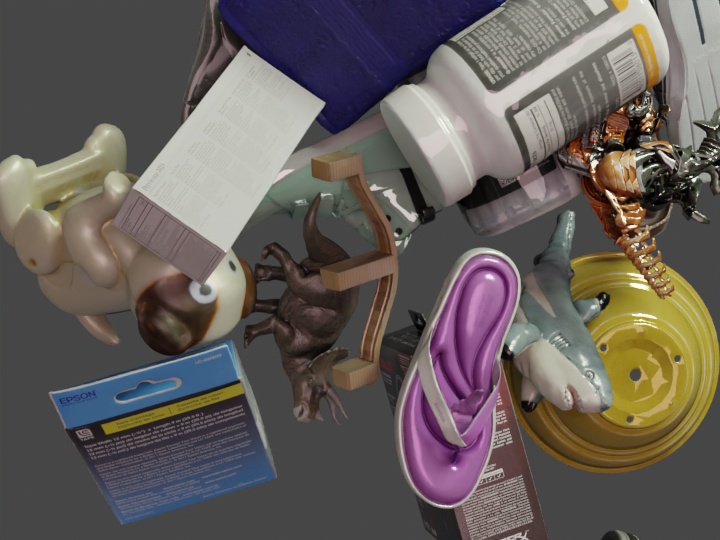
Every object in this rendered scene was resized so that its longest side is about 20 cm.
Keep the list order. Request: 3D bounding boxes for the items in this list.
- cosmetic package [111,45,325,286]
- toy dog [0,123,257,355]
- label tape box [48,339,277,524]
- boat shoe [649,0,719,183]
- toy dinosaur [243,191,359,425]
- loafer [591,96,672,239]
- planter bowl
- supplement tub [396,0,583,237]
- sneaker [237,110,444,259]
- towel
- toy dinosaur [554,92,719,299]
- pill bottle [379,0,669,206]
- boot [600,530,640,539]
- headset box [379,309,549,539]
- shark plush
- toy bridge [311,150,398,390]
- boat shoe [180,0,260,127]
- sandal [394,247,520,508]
[{"bbox_3d":[-0.104,-0.084,1.030,0.082,0.200,0.051,36,134,-7],"label":"cosmetic package"},{"bbox_3d":[-0.181,-0.005,1.076,0.199,0.139,0.195,22,115,34],"label":"toy dog"},{"bbox_3d":[-0.158,0.117,1.101,0.142,0.066,0.201,-16,139,-3],"label":"label tape box"},{"bbox_3d":[0.282,-0.176,1.175,0.072,0.071,0.201,-20,116,-16],"label":"boat shoe"},{"bbox_3d":[-0.043,0.025,1.153,0.102,0.077,0.201,11,106,-9],"label":"toy dinosaur"},{"bbox_3d":[0.221,-0.121,1.170,0.073,0.071,0.201,-20,95,-3],"label":"loafer"},{"bbox_3d":[0.230,0.086,1.180,0.199,0.083,0.202,0,94,-4],"label":"planter bowl"},{"bbox_3d":[0.105,-0.140,1.134,0.122,0.123,0.201,-28,97,-2],"label":"supplement tub"},{"bbox_3d":[-0.022,-0.048,1.151,0.200,0.074,0.119,-27,90,-5],"label":"sneaker"},{"bbox_3d":[0.002,-0.215,1.060,0.200,0.050,0.148,-34,109,32],"label":"towel"},{"bbox_3d":[0.220,-0.079,1.084,0.135,0.102,0.202,-4,92,-16],"label":"toy dinosaur"},{"bbox_3d":[0.121,-0.141,1.016,0.199,0.116,0.117,-33,96,-3],"label":"pill bottle"},{"bbox_3d":[0.277,0.331,1.208,0.153,0.073,0.205,3,100,-7],"label":"boot"},{"bbox_3d":[0.078,0.129,1.135,0.077,0.149,0.201,-18,96,-11],"label":"headset box"},{"bbox_3d":[0.174,0.040,1.147,0.083,0.201,0.091,-7,128,19],"label":"shark plush"},{"bbox_3d":[0.000,0.000,1.113,0.067,0.027,0.201,-19,112,-37],"label":"toy bridge"},{"bbox_3d":[-0.104,-0.199,1.145,0.074,0.065,0.203,17,90,-15],"label":"boat shoe"},{"bbox_3d":[0.075,0.082,1.031,0.082,0.050,0.204,10,91,-11],"label":"sandal"}]
